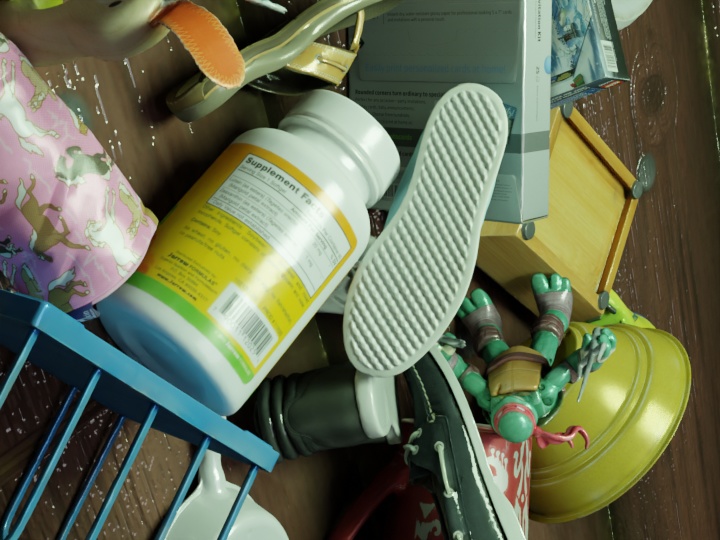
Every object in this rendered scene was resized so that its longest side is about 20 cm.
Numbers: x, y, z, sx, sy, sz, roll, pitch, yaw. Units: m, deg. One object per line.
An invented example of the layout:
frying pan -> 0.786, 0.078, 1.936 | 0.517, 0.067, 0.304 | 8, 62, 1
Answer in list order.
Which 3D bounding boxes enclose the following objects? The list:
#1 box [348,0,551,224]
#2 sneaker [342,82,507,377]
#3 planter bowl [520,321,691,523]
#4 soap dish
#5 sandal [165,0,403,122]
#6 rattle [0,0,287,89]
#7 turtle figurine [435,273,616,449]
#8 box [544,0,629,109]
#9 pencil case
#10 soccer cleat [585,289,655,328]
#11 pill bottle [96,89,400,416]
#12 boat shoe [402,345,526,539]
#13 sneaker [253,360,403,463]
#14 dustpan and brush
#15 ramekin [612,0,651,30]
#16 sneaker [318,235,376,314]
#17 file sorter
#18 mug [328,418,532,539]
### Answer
box -> 0.061, -0.141, 0.966 | 0.041, 0.155, 0.203 | -15, 108, -50
sneaker -> 0.048, -0.022, 0.902 | 0.202, 0.073, 0.082 | -64, 175, -1
planter bowl -> 0.174, 0.106, 1.143 | 0.083, 0.200, 0.201 | 41, 63, -22
soap dish -> 0.162, -0.056, 1.163 | 0.200, 0.081, 0.159 | 37, 68, -46
sandal -> -0.042, -0.138, 0.895 | 0.199, 0.080, 0.054 | -37, 102, -34
rattle -> -0.137, -0.176, 0.676 | 0.129, 0.200, 0.144 | -26, 123, -20
turtle figurine -> 0.120, 0.073, 1.047 | 0.200, 0.148, 0.102 | -75, 165, -65
box -> 0.108, -0.213, 0.980 | 0.040, 0.136, 0.202 | -3, 80, -51
pencil case -> -0.194, -0.065, 0.696 | 0.201, 0.082, 0.087 | 53, 52, -26
soccer cleat -> 0.252, 0.062, 1.326 | 0.200, 0.064, 0.084 | 45, 33, -40
pill bottle -> -0.063, -0.017, 0.853 | 0.200, 0.110, 0.111 | -51, 132, -23
boat shoe -> 0.063, 0.143, 0.977 | 0.060, 0.201, 0.076 | -21, 154, -6
sneaker -> -0.023, 0.098, 0.982 | 0.200, 0.098, 0.072 | 28, 53, -80
dustpan and brush -> -0.096, 0.175, 0.919 | 0.139, 0.057, 0.202 | -9, 110, -51
ramekin -> 0.177, -0.288, 1.122 | 0.199, 0.104, 0.203 | -12, 105, -50
sneaker -> 0.000, 0.000, 0.981 | 0.199, 0.070, 0.074 | 8, 90, -49
file sorter -> -0.172, 0.101, 0.740 | 0.200, 0.138, 0.124 | 40, 70, -46
mug -> 0.063, 0.221, 1.055 | 0.177, 0.132, 0.203 | 10, 85, -53
